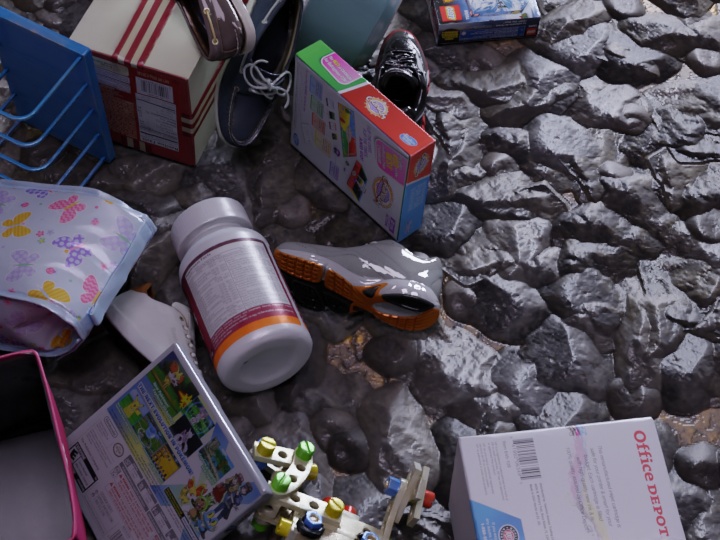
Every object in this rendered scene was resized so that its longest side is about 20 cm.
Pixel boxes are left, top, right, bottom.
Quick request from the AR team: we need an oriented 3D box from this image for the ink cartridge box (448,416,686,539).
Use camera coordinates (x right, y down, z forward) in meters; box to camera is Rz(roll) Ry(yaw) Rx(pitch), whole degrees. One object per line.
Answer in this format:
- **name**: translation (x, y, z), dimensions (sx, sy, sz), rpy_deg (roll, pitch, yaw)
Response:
- **ink cartridge box**: translation (0.199, 0.251, 1.490), dimensions (0.198, 0.147, 0.148), rpy_deg (-5, 55, -5)

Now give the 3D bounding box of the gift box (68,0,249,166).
- **gift box**: translation (-0.230, -0.268, 1.811), dimensions (0.183, 0.201, 0.188), rpy_deg (20, 55, 5)

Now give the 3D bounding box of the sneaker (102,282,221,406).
- **sneaker**: translation (-0.198, 0.083, 1.638), dimensions (0.084, 0.073, 0.200), rpy_deg (-34, 61, -20)

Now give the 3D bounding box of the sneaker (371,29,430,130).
- **sneaker**: translation (0.050, -0.232, 1.851), dimensions (0.070, 0.098, 0.202), rpy_deg (3, 54, 2)

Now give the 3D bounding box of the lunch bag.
- **lunch bag**: translation (-0.337, 0.003, 1.645), dimensions (0.198, 0.128, 0.170), rpy_deg (4, 51, 27)

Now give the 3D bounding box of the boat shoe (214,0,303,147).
- **boat shoe**: translation (-0.113, -0.237, 1.766), dimensions (0.074, 0.202, 0.062), rpy_deg (16, 8, -39)

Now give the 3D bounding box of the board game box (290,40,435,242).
- **board game box**: translation (-0.002, -0.150, 1.759), dimensions (0.040, 0.154, 0.200), rpy_deg (-33, 63, -27)

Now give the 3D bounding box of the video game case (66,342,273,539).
- **video game case**: translation (-0.205, 0.205, 1.534), dimensions (0.182, 0.022, 0.201), rpy_deg (-41, 60, 8)

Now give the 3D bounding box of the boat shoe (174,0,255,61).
- **boat shoe**: translation (-0.192, -0.327, 1.715), dimensions (0.059, 0.072, 0.201), rpy_deg (-25, 81, -32)

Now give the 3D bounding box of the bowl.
- **bowl**: translation (-0.012, -0.330, 1.878), dimensions (0.104, 0.201, 0.202), rpy_deg (28, 57, -6)

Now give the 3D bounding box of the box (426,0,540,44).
- **box**: translation (0.151, -0.389, 1.999), dimensions (0.135, 0.040, 0.201), rpy_deg (-5, 55, -7)

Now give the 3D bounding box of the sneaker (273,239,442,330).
- **sneaker**: translation (0.000, 0.000, 1.712), dimensions (0.198, 0.076, 0.092), rpy_deg (18, 48, 1)

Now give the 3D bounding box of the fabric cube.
- **fabric cube**: translation (-0.370, 0.223, 1.443), dimensions (0.198, 0.200, 0.198), rpy_deg (-14, 64, -10)

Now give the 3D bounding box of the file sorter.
- **file sorter**: translation (-0.385, -0.176, 1.739), dimensions (0.138, 0.201, 0.123), rpy_deg (26, 62, 16)

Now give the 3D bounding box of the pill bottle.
- **pill bottle**: translation (-0.136, 0.024, 1.659), dimensions (0.109, 0.110, 0.201), rpy_deg (-18, 57, -14)

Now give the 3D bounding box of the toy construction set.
- **toy construction set**: translation (-0.025, 0.238, 1.534), dimensions (0.198, 0.093, 0.132), rpy_deg (10, 34, 0)
